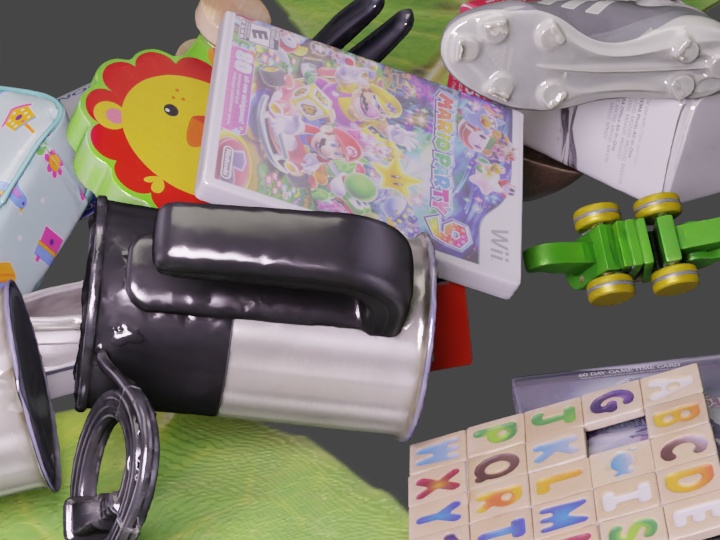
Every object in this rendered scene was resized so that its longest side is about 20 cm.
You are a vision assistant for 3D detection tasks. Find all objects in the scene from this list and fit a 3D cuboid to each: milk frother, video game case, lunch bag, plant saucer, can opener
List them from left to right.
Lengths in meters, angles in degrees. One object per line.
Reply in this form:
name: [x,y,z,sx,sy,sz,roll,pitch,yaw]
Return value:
milk frother: [-0.274,0.035,1.226,0.187,0.202,0.181,-13,15,-3]
lunch bag: [-0.271,-0.031,1.455,0.159,0.077,0.201,6,53,33]
milk frother: [-0.060,0.066,1.211,0.186,0.202,0.180,6,-6,-7]
can opener: [-0.028,-0.146,1.669,0.200,0.063,0.079,-31,44,42]
video game case: [0.004,-0.070,1.343,0.199,0.018,0.144,18,47,-15]
plant saucer: [0.057,-0.091,1.562,0.199,0.037,0.200,21,9,-4]
video game case: [0.162,0.100,1.214,0.142,0.019,0.200,-6,25,-1]

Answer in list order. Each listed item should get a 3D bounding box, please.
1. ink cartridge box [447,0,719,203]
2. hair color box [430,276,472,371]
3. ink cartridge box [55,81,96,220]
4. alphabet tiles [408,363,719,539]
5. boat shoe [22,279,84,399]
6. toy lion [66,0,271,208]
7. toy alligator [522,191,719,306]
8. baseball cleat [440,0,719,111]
ink cartridge box: [0.181,-0.125,1.564,0.199,0.084,0.145,30,31,35]
hair color box: [0.000,0.000,1.421,0.101,0.062,0.200,-10,24,-8]
ink cartridge box: [-0.232,-0.068,1.570,0.198,0.041,0.200,-24,20,2]
alphabet tiles: [0.103,0.117,1.156,0.166,0.008,0.200,-16,23,9]
boat shoe: [-0.143,0.022,1.398,0.199,0.066,0.072,-15,25,-18]
toy lion: [-0.070,-0.070,1.362,0.199,0.069,0.192,30,44,-3]
toy alligator: [0.197,-0.014,1.423,0.198,0.060,0.054,-9,-16,-7]
baseball cleat: [0.140,-0.145,1.447,0.198,0.070,0.107,5,25,-14]
